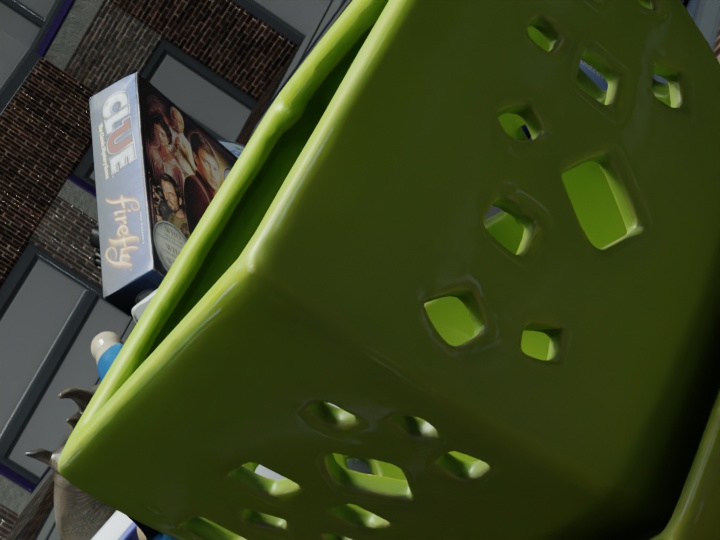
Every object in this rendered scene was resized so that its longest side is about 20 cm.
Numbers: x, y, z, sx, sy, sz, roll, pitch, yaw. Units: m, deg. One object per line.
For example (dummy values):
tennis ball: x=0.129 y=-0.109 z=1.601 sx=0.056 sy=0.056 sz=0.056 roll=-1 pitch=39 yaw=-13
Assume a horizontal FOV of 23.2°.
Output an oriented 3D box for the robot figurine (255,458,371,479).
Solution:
robot figurine: x=-0.021 y=0.132 z=0.730 sx=0.200 sy=0.112 sz=0.171 roll=-115 pitch=45 yaw=-79

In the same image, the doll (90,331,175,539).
doll: x=-0.101 y=0.094 z=0.853 sx=0.048 sy=0.138 sz=0.200 roll=-17 pitch=-8 yaw=-8

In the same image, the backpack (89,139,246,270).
backpack: x=-0.094 y=-0.016 z=1.399 sx=0.155 sy=0.199 sz=0.191 roll=-52 pitch=3 yaw=2

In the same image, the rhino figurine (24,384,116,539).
rhino figurine: x=-0.154 y=0.143 z=1.098 sx=0.087 sy=0.059 sz=0.201 roll=-46 pitch=-39 yaw=-28

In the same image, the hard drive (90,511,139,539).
hard drive: x=-0.146 y=0.210 z=1.062 sx=0.200 sy=0.025 sz=0.133 roll=-49 pitch=-33 yaw=-31

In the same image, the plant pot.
plant pot: x=0.040 y=0.012 z=0.595 sx=0.199 sy=0.181 sz=0.201 roll=-43 pitch=17 yaw=57

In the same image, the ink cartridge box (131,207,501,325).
ink cartridge box: x=0.000 y=0.000 z=0.857 sx=0.145 sy=0.084 sz=0.200 roll=-34 pitch=-3 yaw=21

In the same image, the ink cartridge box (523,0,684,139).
ink cartridge box: x=0.113 y=-0.125 z=1.001 sx=0.201 sy=0.076 sz=0.136 roll=-63 pitch=10 yaw=-19

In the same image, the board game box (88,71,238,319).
board game box: x=-0.068 y=-0.001 z=0.957 sx=0.034 sy=0.200 sz=0.137 roll=-28 pitch=50 yaw=21
